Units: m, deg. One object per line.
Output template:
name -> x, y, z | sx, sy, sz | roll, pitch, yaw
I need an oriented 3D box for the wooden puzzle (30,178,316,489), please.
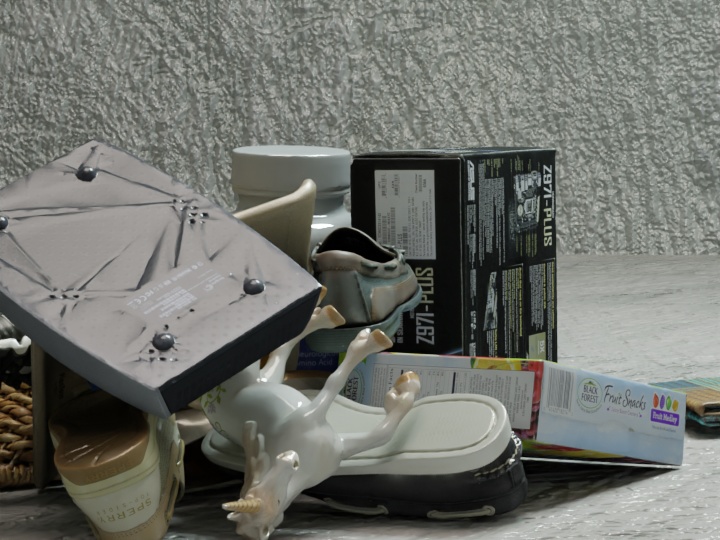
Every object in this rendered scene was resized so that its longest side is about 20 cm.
wooden puzzle -> -0.108, 0.048, 1.563 | 0.199, 0.186, 0.046 | -24, 56, -24

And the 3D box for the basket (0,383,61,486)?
basket -> -0.212, 0.097, 1.723 | 0.143, 0.149, 0.200 | 36, -20, -34

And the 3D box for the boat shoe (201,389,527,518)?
boat shoe -> 0.002, 0.110, 1.472 | 0.199, 0.060, 0.074 | -4, 36, 27

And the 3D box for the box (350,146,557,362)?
box -> 0.067, 0.016, 1.762 | 0.086, 0.201, 0.164 | 1, 5, 27

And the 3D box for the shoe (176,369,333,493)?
shoe -> -0.077, 0.108, 1.557 | 0.199, 0.070, 0.053 | -8, 33, -24

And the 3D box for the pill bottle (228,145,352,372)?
pill bottle -> -0.048, 0.017, 1.761 | 0.110, 0.201, 0.111 | 1, 7, 0

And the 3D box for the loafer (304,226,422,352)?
loafer -> 0.000, 0.000, 1.596 | 0.072, 0.063, 0.200 | -5, 12, 4

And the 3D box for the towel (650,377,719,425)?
towel -> 0.317, 0.089, 1.825 | 0.199, 0.022, 0.147 | -4, 3, -9

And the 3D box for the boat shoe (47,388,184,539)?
boat shoe -> -0.130, 0.106, 1.424 | 0.072, 0.065, 0.200 | -20, 12, 0

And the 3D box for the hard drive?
hard drive -> -0.131, 0.004, 1.434 | 0.135, 0.042, 0.200 | -32, 47, -31

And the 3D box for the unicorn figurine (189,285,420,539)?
unicorn figurine -> -0.040, 0.081, 1.429 | 0.137, 0.074, 0.200 | -43, 24, -10

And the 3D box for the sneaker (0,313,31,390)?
sneaker -> -0.176, 0.015, 1.593 | 0.199, 0.091, 0.066 | -15, -17, -33

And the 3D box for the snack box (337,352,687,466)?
snack box -> 0.094, 0.085, 1.570 | 0.142, 0.053, 0.200 | 3, -7, 33
